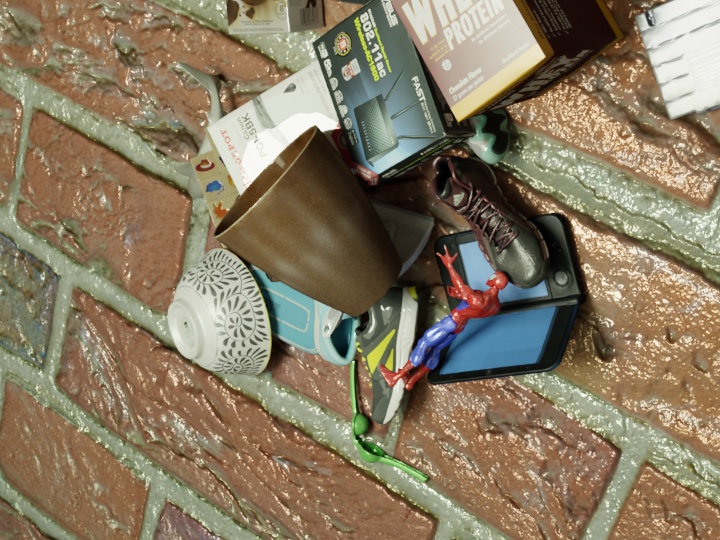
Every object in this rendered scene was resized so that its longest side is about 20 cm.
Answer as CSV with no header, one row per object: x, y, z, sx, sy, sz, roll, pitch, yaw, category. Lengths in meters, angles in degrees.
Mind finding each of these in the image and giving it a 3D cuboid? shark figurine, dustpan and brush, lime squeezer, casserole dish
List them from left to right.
-0.232,-0.179,1.752,0.128,0.089,0.216,48,137,47,shark figurine
-0.103,0.052,1.780,0.199,0.039,0.122,26,118,29,casserole dish
0.000,0.000,1.612,0.139,0.057,0.201,18,84,31,dustpan and brush
0.015,0.230,1.747,0.071,0.038,0.201,-38,80,38,lime squeezer

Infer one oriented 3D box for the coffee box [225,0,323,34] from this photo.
-0.121,-0.420,1.618,0.112,0.080,0.202,6,108,36,coffee box

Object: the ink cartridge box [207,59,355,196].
-0.082,-0.174,1.622,0.199,0.083,0.148,-29,87,17,ink cartridge box

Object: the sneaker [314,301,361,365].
-0.027,0.035,1.677,0.082,0.073,0.202,-155,56,-64,sneaker

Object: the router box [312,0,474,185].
0.037,-0.224,1.489,0.149,0.062,0.202,-27,79,40,router box

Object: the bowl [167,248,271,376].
-0.226,0.075,1.809,0.200,0.094,0.202,30,129,46,bowl

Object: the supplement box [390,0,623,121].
0.158,-0.299,1.369,0.132,0.199,0.198,-33,83,39,supplement box

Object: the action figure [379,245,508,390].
0.098,0.051,1.518,0.200,0.065,0.099,-41,60,23,action figure

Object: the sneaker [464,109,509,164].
0.097,-0.196,1.534,0.140,0.077,0.201,-39,71,40,sneaker

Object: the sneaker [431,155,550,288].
0.142,-0.063,1.478,0.076,0.115,0.201,-46,58,22,sneaker

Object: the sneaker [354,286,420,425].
0.030,0.111,1.664,0.084,0.074,0.202,11,103,5,sneaker

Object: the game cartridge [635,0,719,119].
0.406,-0.251,1.307,0.199,0.038,0.131,-18,97,39,game cartridge

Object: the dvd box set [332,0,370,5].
0.021,-0.436,1.538,0.145,0.029,0.202,16,114,32,dvd box set

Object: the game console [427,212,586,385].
0.166,0.036,1.521,0.199,0.118,0.172,-11,98,38,game console

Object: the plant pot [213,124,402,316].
-0.048,-0.044,1.514,0.200,0.187,0.187,43,129,-12,plant pot

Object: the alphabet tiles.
-0.137,-0.122,1.694,0.165,0.006,0.202,-21,87,-3,alphabet tiles

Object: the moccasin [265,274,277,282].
-0.125,-0.087,1.727,0.074,0.077,0.203,116,134,-74,moccasin
